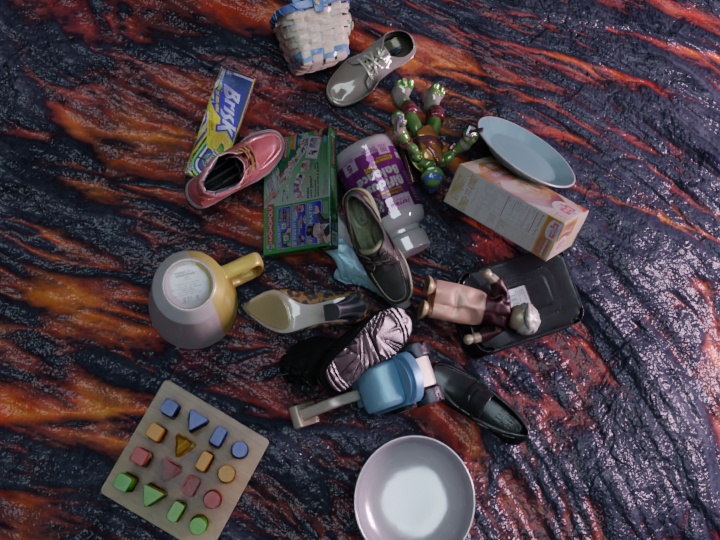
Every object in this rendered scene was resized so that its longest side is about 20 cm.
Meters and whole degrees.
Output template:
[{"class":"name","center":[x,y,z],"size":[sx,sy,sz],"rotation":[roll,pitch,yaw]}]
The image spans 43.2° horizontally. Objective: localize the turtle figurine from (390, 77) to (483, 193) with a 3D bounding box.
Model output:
[{"class":"turtle figurine","center":[0.124,-0.255,1.541],"size":[0.141,0.201,0.197],"rotation":[-14,56,4]}]

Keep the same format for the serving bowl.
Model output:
[{"class":"serving bowl","center":[0.082,0.370,1.461],"size":[0.196,0.066,0.204],"rotation":[2,77,-7]}]

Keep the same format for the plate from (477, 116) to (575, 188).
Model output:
[{"class":"plate","center":[0.283,-0.199,1.580],"size":[0.198,0.201,0.026],"rotation":[32,120,0]}]

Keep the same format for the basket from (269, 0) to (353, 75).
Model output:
[{"class":"basket","center":[-0.090,-0.449,1.566],"size":[0.137,0.176,0.204],"rotation":[-18,99,-10]}]

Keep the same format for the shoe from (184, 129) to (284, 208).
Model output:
[{"class":"shoe","center":[-0.190,-0.170,1.468],"size":[0.199,0.091,0.072],"rotation":[-37,100,-25]}]

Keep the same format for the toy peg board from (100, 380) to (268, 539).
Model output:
[{"class":"toy peg board","center":[-0.272,0.303,1.411],"size":[0.198,0.098,0.201],"rotation":[30,76,-1]}]

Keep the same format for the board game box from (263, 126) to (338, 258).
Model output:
[{"class":"board game box","center":[-0.102,-0.129,1.528],"size":[0.132,0.029,0.204],"rotation":[-7,77,28]}]

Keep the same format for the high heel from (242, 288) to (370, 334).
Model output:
[{"class":"high heel","center":[-0.086,0.064,1.521],"size":[0.197,0.142,0.073],"rotation":[1,93,27]}]

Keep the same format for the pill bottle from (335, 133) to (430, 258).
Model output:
[{"class":"pill bottle","center":[0.041,-0.118,1.538],"size":[0.111,0.112,0.203],"rotation":[-23,81,-12]}]

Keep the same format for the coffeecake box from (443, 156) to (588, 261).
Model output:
[{"class":"coffeecake box","center":[0.261,-0.107,1.513],"size":[0.198,0.153,0.074],"rotation":[32,114,19]}]

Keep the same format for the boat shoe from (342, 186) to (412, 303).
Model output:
[{"class":"boat shoe","center":[0.021,-0.035,1.459],"size":[0.071,0.066,0.204],"rotation":[-23,93,16]}]

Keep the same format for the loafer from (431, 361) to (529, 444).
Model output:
[{"class":"loafer","center":[0.197,0.216,1.508],"size":[0.199,0.070,0.069],"rotation":[36,75,1]}]

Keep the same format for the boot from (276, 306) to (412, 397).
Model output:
[{"class":"boot","center":[-0.030,0.125,1.454],"size":[0.197,0.162,0.074],"rotation":[-38,107,-28]}]

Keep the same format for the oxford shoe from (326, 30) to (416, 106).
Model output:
[{"class":"oxford shoe","center":[0.020,-0.365,1.619],"size":[0.199,0.058,0.076],"rotation":[-37,87,-12]}]

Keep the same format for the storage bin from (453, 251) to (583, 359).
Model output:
[{"class":"storage bin","center":[0.259,0.055,1.541],"size":[0.197,0.094,0.138],"rotation":[-17,81,-12]}]

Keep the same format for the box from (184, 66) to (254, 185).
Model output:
[{"class":"box","center":[-0.240,-0.236,1.547],"size":[0.063,0.070,0.203],"rotation":[17,76,-8]}]

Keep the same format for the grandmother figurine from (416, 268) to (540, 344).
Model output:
[{"class":"grandmother figurine","center":[0.196,0.059,1.458],"size":[0.196,0.061,0.123],"rotation":[15,103,-7]}]

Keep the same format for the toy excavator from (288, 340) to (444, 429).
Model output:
[{"class":"toy excavator","center":[0.005,0.195,1.463],"size":[0.197,0.194,0.102],"rotation":[-9,77,-38]}]

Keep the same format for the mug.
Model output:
[{"class":"mug","center":[-0.259,0.023,1.446],"size":[0.148,0.153,0.188],"rotation":[31,75,1]}]

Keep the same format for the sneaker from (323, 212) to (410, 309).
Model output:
[{"class":"sneaker","center":[0.000,0.000,1.540],"size":[0.082,0.074,0.201],"rotation":[-41,90,15]}]
